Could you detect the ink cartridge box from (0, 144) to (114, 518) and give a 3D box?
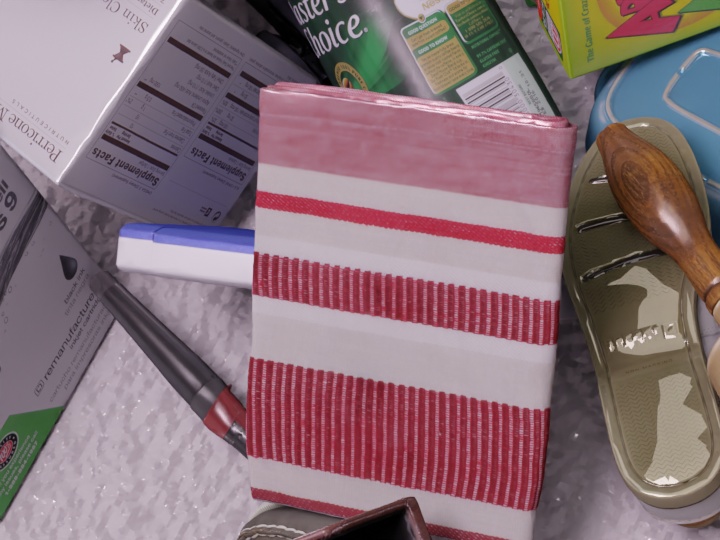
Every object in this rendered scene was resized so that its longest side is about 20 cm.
[{"bbox_3d":[-0.217,0.018,1.070,0.084,0.200,0.146,20,71,25],"label":"ink cartridge box"}]

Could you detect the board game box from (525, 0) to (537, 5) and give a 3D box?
[{"bbox_3d":[0.168,-0.235,1.179,0.134,0.029,0.201,3,64,19],"label":"board game box"}]

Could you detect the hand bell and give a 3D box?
[{"bbox_3d":[0.159,0.006,0.953,0.104,0.104,0.200,-31,56,0],"label":"hand bell"}]

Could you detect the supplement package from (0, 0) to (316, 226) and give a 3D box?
[{"bbox_3d":[-0.153,-0.123,1.106,0.200,0.156,0.111,36,95,25],"label":"supplement package"}]

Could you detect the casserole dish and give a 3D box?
[{"bbox_3d":[0.201,-0.070,1.076,0.200,0.039,0.121,32,77,28],"label":"casserole dish"}]

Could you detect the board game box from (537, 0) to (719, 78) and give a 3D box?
[{"bbox_3d":[0.183,-0.175,1.060,0.199,0.102,0.048,-20,52,-3],"label":"board game box"}]

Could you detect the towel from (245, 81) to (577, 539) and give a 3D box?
[{"bbox_3d":[0.019,0.020,0.964,0.144,0.023,0.201,10,109,19],"label":"towel"}]

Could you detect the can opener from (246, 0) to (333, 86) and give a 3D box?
[{"bbox_3d":[-0.054,-0.160,1.191,0.078,0.063,0.200,-27,56,-13],"label":"can opener"}]

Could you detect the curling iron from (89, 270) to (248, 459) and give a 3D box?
[{"bbox_3d":[-0.064,0.063,1.087,0.200,0.026,0.050,37,88,23],"label":"curling iron"}]

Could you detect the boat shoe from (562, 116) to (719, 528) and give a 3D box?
[{"bbox_3d":[0.139,0.026,1.025,0.074,0.068,0.201,-8,62,15],"label":"boat shoe"}]

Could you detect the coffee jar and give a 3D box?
[{"bbox_3d":[0.015,-0.135,1.078,0.085,0.104,0.200,-30,95,-19],"label":"coffee jar"}]

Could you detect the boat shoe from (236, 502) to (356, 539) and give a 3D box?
[{"bbox_3d":[0.018,0.164,0.983,0.201,0.072,0.060,25,29,26],"label":"boat shoe"}]

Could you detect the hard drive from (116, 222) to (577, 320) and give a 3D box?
[{"bbox_3d":[0.000,0.000,1.052,0.199,0.132,0.025,7,93,21],"label":"hard drive"}]

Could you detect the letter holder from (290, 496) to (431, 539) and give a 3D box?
[{"bbox_3d":[-0.072,0.184,0.920,0.200,0.142,0.101,-25,80,28],"label":"letter holder"}]
